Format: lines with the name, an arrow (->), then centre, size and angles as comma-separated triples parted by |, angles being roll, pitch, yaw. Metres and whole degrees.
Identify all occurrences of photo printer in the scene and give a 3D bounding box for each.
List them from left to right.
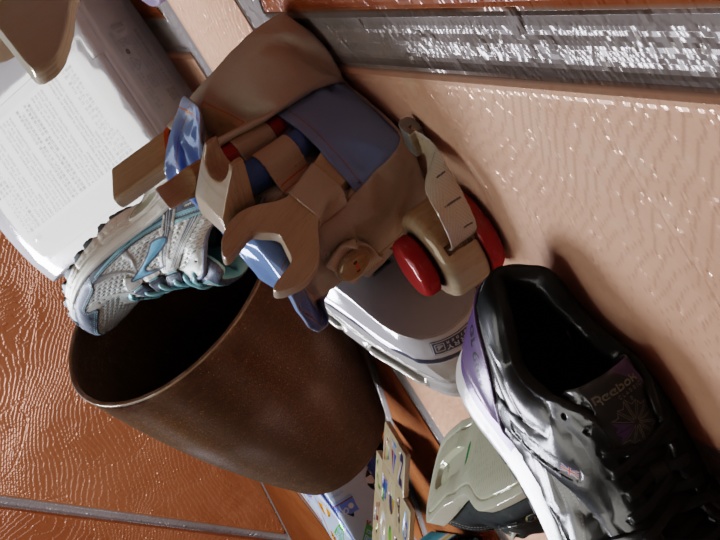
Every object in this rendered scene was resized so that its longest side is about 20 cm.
photo printer -> -0.210, -0.094, 1.288 | 0.200, 0.069, 0.167 | -34, 91, 38

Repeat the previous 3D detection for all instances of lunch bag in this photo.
lunch bag -> -0.026, 0.172, 1.588 | 0.161, 0.075, 0.200 | 58, 170, -3

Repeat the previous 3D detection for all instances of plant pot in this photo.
plant pot -> -0.076, 0.072, 1.286 | 0.200, 0.187, 0.187 | 44, 177, -34

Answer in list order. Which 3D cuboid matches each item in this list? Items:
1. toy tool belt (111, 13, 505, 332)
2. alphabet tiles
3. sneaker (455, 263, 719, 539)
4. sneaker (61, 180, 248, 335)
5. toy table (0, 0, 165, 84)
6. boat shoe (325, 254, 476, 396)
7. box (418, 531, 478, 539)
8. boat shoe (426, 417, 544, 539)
toy tool belt -> -0.034, -0.027, 0.858 | 0.200, 0.123, 0.125 | 45, 166, 40
alphabet tiles -> 0.024, 0.226, 1.365 | 0.166, 0.006, 0.201 | -131, 43, -78
sneaker -> 0.106, 0.083, 0.732 | 0.200, 0.076, 0.088 | 50, 163, 24
sneaker -> -0.126, -0.012, 1.181 | 0.086, 0.200, 0.078 | 48, -148, 10
toy table -> -0.185, -0.199, 1.011 | 0.184, 0.117, 0.200 | 47, 166, 33
boat shoe -> 0.000, 0.000, 0.957 | 0.200, 0.072, 0.066 | 35, 154, 40
box -> 0.059, 0.260, 1.460 | 0.049, 0.082, 0.200 | 55, 169, 1
boat shoe -> 0.090, 0.106, 0.942 | 0.067, 0.072, 0.200 | 19, 163, -6
